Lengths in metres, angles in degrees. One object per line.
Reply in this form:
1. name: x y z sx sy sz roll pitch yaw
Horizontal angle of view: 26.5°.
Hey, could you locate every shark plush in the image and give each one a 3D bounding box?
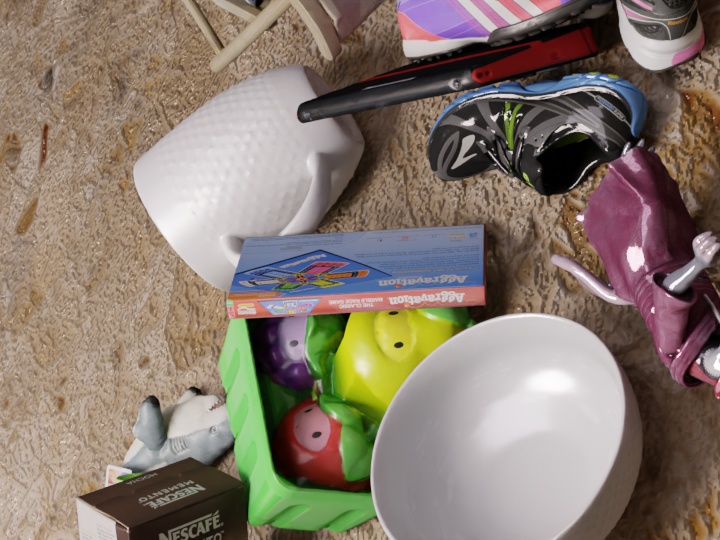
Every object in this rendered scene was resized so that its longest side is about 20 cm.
1. shark plush: -0.180 0.193 1.367 0.083 0.091 0.201 35 92 17

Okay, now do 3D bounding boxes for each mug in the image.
1. mug: -0.083 -0.077 1.330 0.175 0.148 0.201 -37 37 13

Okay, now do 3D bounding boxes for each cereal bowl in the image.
1. cereal bowl: 0.109 0.135 1.067 0.198 0.083 0.202 -19 47 22

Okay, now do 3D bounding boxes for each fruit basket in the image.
1. fruit basket: -0.011 0.085 1.199 0.215 0.154 0.219 -26 60 55

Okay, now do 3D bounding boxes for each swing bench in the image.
1. swing bench: -0.049 -0.291 1.355 0.199 0.130 0.199 3 43 51

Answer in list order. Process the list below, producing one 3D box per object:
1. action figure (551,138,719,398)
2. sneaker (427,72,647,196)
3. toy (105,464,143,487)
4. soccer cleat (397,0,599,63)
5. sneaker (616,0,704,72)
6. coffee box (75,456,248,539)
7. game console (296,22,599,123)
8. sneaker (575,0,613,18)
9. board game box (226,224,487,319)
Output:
1. action figure: 0.201 0.015 1.012 0.149 0.133 0.202 -40 44 25
2. sneaker: 0.129 -0.098 1.187 0.198 0.071 0.084 -7 60 40
3. toy: -0.201 0.276 1.315 0.114 0.047 0.203 2 89 47
4. soccer cleat: 0.102 -0.215 1.200 0.199 0.068 0.074 -4 105 49
5. sneaker: 0.210 -0.252 1.152 0.079 0.087 0.201 -21 56 -6
6. coffee box: -0.149 0.264 1.197 0.079 0.112 0.203 16 115 48
7. game console: 0.071 -0.151 1.207 0.198 0.176 0.031 -6 105 45
8. sneaker: 0.128 -0.229 1.265 0.199 0.071 0.073 21 120 42
9. board game box: 0.000 0.000 1.194 0.197 0.020 0.103 -3 28 7
